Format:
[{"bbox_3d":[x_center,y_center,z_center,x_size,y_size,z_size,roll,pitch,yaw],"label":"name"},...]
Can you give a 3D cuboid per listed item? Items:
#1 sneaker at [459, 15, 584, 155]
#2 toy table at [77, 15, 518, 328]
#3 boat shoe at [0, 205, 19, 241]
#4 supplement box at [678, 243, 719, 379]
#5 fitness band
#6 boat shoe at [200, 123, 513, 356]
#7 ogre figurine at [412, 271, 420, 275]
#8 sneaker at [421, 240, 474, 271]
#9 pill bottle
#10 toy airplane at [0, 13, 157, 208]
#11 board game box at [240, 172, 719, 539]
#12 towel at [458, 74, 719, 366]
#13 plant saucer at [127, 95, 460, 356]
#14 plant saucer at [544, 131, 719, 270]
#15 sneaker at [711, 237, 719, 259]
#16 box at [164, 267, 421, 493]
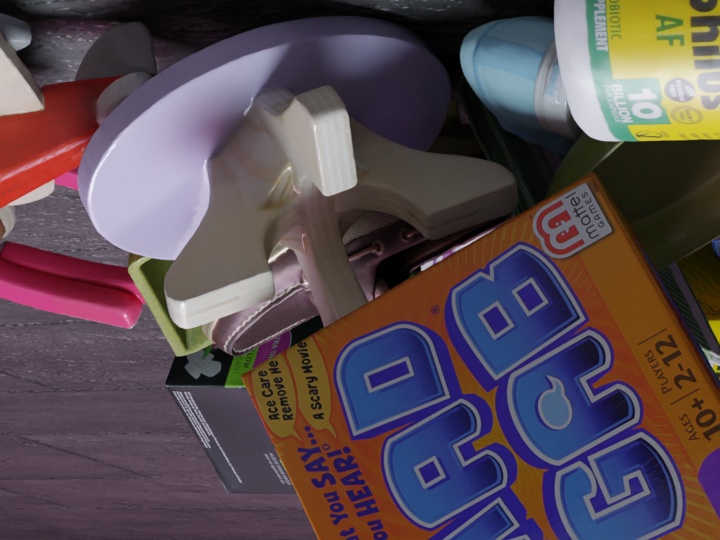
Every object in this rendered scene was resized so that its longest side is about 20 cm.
[{"bbox_3d":[0.109,-0.094,1.448,0.082,0.074,0.200,22,175,24],"label":"sneaker"},{"bbox_3d":[-0.030,-0.039,1.414,0.200,0.117,0.184,-28,135,-5],"label":"toy table"},{"bbox_3d":[-0.282,-0.058,1.611,0.200,0.072,0.076,37,149,-31],"label":"boat shoe"},{"bbox_3d":[0.200,0.052,1.766,0.200,0.109,0.110,-3,-151,-22],"label":"supplement box"},{"bbox_3d":[-0.191,-0.032,1.705,0.200,0.037,0.144,12,141,19],"label":"fitness band"},{"bbox_3d":[0.000,0.000,1.553,0.200,0.072,0.072,-34,163,17],"label":"boat shoe"},{"bbox_3d":[-0.057,-0.019,1.739,0.120,0.098,0.200,-12,165,32],"label":"ogre figurine"},{"bbox_3d":[0.093,0.045,1.668,0.073,0.114,0.201,-20,133,-18],"label":"sneaker"},{"bbox_3d":[0.192,-0.113,1.197,0.200,0.113,0.113,0,167,20],"label":"pill bottle"},{"bbox_3d":[-0.198,-0.083,1.466,0.199,0.141,0.200,-13,156,-49],"label":"toy airplane"},{"bbox_3d":[0.096,0.113,1.381,0.200,0.200,0.200,-30,154,6],"label":"board game box"},{"bbox_3d":[0.131,-0.021,1.570,0.023,0.153,0.200,-33,153,21],"label":"towel"},{"bbox_3d":[-0.039,-0.039,1.587,0.199,0.048,0.200,-28,163,-3],"label":"plant saucer"},{"bbox_3d":[0.167,-0.063,1.415,0.200,0.031,0.200,-29,157,-13],"label":"plant saucer"},{"bbox_3d":[0.250,-0.022,1.660,0.075,0.079,0.200,6,167,-5],"label":"sneaker"},{"bbox_3d":[-0.002,0.057,1.866,0.200,0.149,0.124,-1,140,23],"label":"box"}]
